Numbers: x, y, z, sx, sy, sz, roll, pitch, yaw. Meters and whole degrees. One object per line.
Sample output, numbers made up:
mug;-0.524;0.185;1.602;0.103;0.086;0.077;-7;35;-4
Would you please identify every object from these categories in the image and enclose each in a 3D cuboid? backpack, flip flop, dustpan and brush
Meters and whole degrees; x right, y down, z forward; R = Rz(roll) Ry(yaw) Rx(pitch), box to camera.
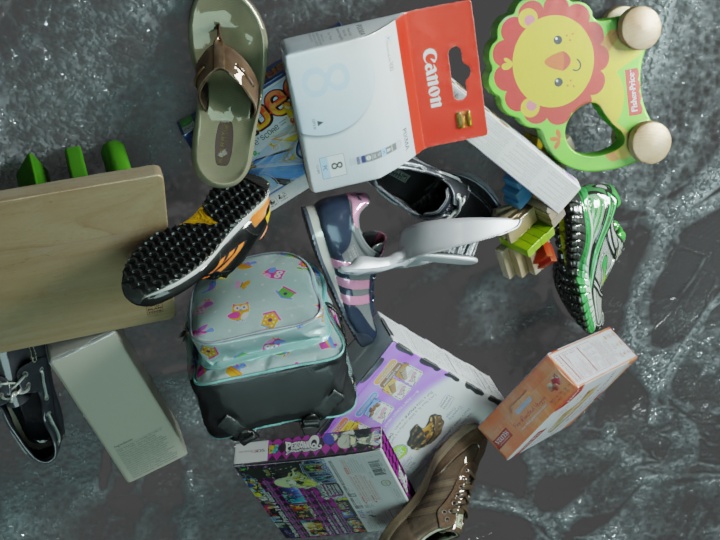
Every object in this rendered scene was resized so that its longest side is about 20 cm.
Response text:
backpack;-0.105;0.067;1.439;0.175;0.200;0.154;-14;118;-2
flip flop;-0.135;-0.180;1.327;0.081;0.058;0.201;4;98;-4
dustpan and brush;0.066;-0.021;1.474;0.200;0.140;0.057;2;79;-25

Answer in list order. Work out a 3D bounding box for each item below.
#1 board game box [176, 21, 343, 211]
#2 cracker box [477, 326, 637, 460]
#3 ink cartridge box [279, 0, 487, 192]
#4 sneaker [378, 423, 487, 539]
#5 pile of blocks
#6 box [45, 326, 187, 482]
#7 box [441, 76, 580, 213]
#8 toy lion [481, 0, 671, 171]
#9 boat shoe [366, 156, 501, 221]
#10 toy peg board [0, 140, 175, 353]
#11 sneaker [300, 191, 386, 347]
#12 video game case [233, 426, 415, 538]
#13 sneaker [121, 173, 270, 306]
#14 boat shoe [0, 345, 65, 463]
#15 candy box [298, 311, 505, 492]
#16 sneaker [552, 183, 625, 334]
board game box;-0.073;-0.152;1.410;0.200;0.034;0.135;-32;126;2
cracker box;0.242;0.146;1.620;0.134;0.058;0.200;-50;161;27
ink cartridge box;0.029;-0.176;1.367;0.199;0.047;0.160;-12;123;-2
sneaker;0.105;0.281;1.603;0.200;0.075;0.070;-55;145;-5
pile of blocks;0.200;-0.075;1.519;0.082;0.062;0.200;-20;124;-36
box;-0.273;0.138;1.499;0.082;0.068;0.200;-25;125;-4
box;0.151;-0.140;1.453;0.200;0.039;0.041;37;106;-11
toy lion;0.229;-0.203;1.450;0.191;0.069;0.200;-11;105;-8
boat shoe;0.085;-0.083;1.489;0.200;0.068;0.072;27;109;-32
toy peg board;-0.303;-0.034;1.376;0.200;0.098;0.199;-11;135;-13
sneaker;0.000;0.000;1.510;0.082;0.070;0.200;-23;127;-3
video game case;-0.035;0.260;1.613;0.181;0.036;0.200;-9;142;13
sneaker;-0.158;-0.012;1.360;0.200;0.070;0.090;-46;147;-34
boat shoe;-0.367;0.126;1.461;0.072;0.063;0.200;-17;125;-9
candy box;0.051;0.169;1.633;0.200;0.072;0.168;31;107;-32
sneaker;0.281;-0.011;1.600;0.085;0.078;0.200;-15;124;-13
